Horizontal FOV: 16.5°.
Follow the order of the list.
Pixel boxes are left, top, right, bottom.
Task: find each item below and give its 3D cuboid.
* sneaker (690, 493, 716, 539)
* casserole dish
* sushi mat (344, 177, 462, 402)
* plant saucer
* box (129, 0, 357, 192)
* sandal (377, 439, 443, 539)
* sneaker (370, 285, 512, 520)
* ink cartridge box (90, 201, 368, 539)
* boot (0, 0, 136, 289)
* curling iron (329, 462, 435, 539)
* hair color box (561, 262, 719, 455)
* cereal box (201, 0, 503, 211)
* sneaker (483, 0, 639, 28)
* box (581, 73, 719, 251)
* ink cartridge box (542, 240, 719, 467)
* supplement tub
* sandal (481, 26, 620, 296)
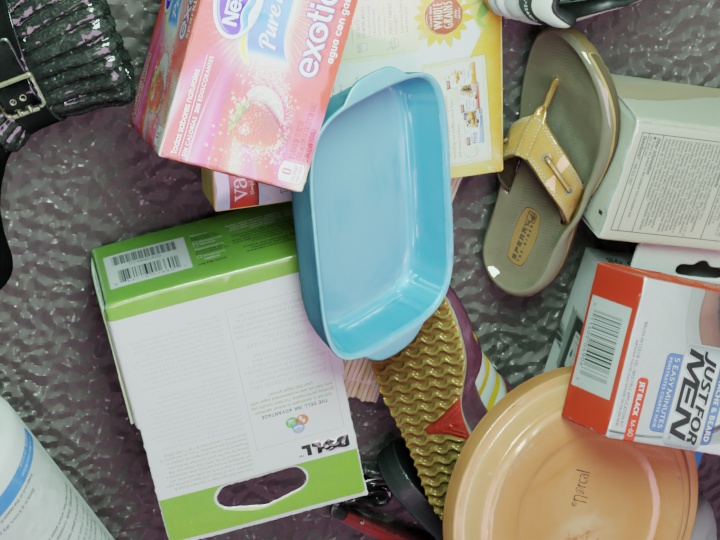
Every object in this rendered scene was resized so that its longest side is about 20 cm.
[{"bbox_3d":[0.191,0.192,1.812,0.199,0.076,0.081,-23,106,-44],"label":"sneaker"},{"bbox_3d":[0.004,-0.038,1.569,0.121,0.039,0.201,-29,129,-36],"label":"casserole dish"},{"bbox_3d":[0.000,0.000,1.692,0.095,0.012,0.201,9,116,-25],"label":"sushi mat"},{"bbox_3d":[0.150,0.166,1.713,0.199,0.032,0.202,-6,103,-27],"label":"plant saucer"},{"bbox_3d":[-0.062,-0.161,1.483,0.094,0.103,0.201,13,100,-19],"label":"box"},{"bbox_3d":[0.090,0.186,1.796,0.048,0.076,0.200,-38,124,13],"label":"sandal"},{"bbox_3d":[0.062,0.079,1.728,0.074,0.090,0.201,-7,112,22],"label":"sneaker"},{"bbox_3d":[-0.086,0.069,1.655,0.147,0.076,0.201,-14,122,-6],"label":"ink cartridge box"},{"bbox_3d":[-0.208,-0.085,1.525,0.157,0.080,0.212,-20,124,-8],"label":"boot"},{"bbox_3d":[0.050,0.198,1.819,0.050,0.026,0.200,-44,124,14],"label":"curling iron"},{"bbox_3d":[0.244,0.067,1.687,0.199,0.064,0.112,10,96,-30],"label":"hair color box"},{"bbox_3d":[-0.007,-0.122,1.593,0.198,0.040,0.145,-8,114,-14],"label":"cereal box"},{"bbox_3d":[0.174,-0.202,1.572,0.199,0.088,0.076,-31,123,-20],"label":"sneaker"},{"bbox_3d":[0.248,-0.069,1.700,0.198,0.078,0.096,7,117,-23],"label":"box"},{"bbox_3d":[0.203,0.055,1.765,0.115,0.067,0.201,6,117,-23],"label":"ink cartridge box"},{"bbox_3d":[-0.237,0.188,1.646,0.131,0.132,0.201,-32,124,1],"label":"supplement tub"},{"bbox_3d":[0.117,-0.066,1.650,0.054,0.080,0.201,-21,136,-46],"label":"sandal"}]
